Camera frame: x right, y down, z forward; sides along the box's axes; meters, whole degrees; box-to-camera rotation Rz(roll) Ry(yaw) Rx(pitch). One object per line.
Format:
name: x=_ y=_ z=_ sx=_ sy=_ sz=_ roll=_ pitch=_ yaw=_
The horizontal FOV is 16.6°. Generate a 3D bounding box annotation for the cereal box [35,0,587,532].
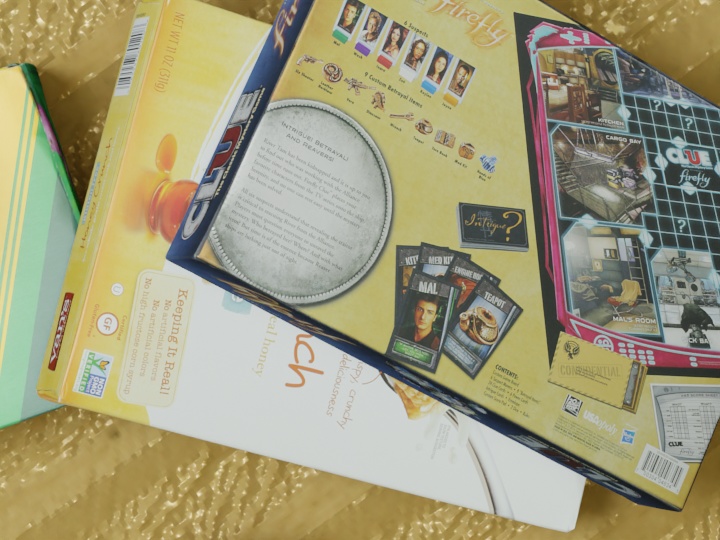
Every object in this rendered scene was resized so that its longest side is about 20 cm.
cereal box: x=0.000 y=0.000 z=0.867 sx=0.199 sy=0.039 sz=0.145 roll=15 pitch=86 yaw=-21

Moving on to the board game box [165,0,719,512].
board game box: x=0.050 y=-0.020 z=0.847 sx=0.199 sy=0.035 sz=0.136 roll=28 pitch=80 yaw=-20

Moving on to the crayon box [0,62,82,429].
crayon box: x=-0.191 y=0.014 z=0.877 sx=0.199 sy=0.058 sz=0.119 roll=-20 pitch=95 yaw=-3
